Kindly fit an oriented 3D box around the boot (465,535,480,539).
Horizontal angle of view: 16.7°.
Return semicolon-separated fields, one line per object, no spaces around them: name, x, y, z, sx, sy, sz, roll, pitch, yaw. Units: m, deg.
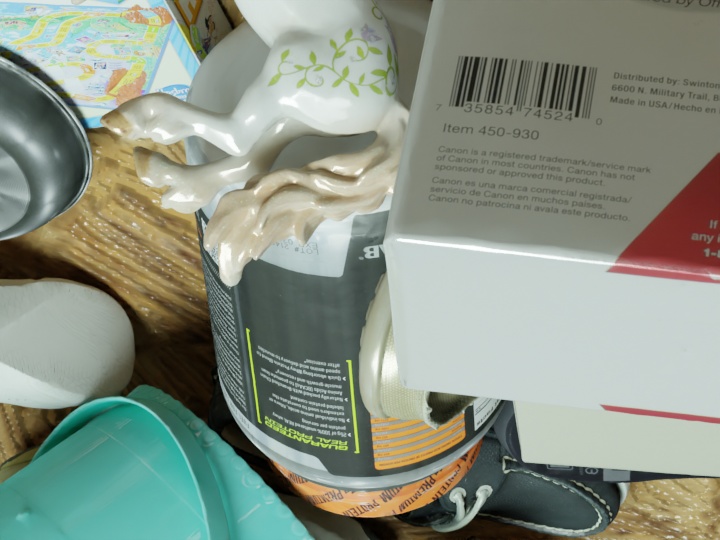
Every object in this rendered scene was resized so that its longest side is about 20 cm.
boot;0.083;0.200;1.112;0.155;0.073;0.200;42;172;8

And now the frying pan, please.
frying pan;-0.150;-0.067;0.931;0.114;0.031;0.190;20;144;-10

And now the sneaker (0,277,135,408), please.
sneaker;-0.197;0.020;1.050;0.088;0.076;0.200;-16;147;42

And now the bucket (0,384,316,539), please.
bucket;-0.089;0.157;1.045;0.207;0.135;0.207;44;163;17

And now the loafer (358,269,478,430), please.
loafer;0.081;-0.013;0.851;0.068;0.200;0.076;38;159;29

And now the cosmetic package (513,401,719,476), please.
cosmetic package;0.163;0.022;0.941;0.199;0.104;0.073;2;139;13

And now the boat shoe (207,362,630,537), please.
boat shoe;0.024;0.085;1.089;0.199;0.061;0.076;20;141;-8

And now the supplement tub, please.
supplement tub;0.000;0.000;0.945;0.122;0.123;0.200;7;140;8

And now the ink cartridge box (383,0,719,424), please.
ink cartridge box;0.096;-0.057;0.787;0.146;0.201;0.083;6;144;9

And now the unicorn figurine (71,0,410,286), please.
unicorn figurine;-0.033;-0.109;0.822;0.137;0.074;0.201;-20;103;9

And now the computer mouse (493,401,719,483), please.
computer mouse;0.161;0.071;1.053;0.199;0.046;0.141;-2;143;11

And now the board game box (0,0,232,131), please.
board game box;-0.161;-0.106;0.934;0.199;0.034;0.135;-6;138;22

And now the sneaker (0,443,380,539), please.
sneaker;-0.084;0.141;1.166;0.199;0.089;0.077;18;141;-5
